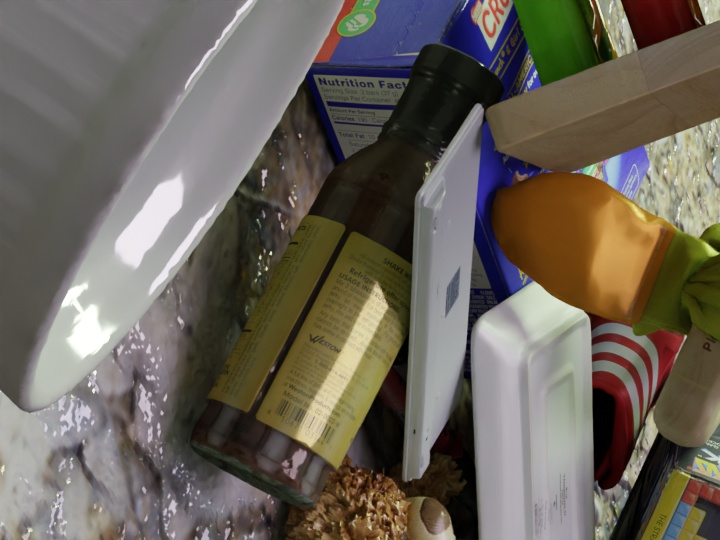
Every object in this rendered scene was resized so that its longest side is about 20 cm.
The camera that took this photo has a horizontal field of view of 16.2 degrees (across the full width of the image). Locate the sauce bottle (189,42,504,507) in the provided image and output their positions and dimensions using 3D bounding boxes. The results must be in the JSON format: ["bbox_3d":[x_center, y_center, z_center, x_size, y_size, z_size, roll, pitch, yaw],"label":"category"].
[{"bbox_3d":[0.000,0.000,1.065,0.201,0.064,0.065,-61,145,-10],"label":"sauce bottle"}]

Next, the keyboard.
[{"bbox_3d":[0.034,0.014,1.071,0.201,0.011,0.056,92,21,-52],"label":"keyboard"}]

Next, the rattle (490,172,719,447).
[{"bbox_3d":[0.150,0.004,1.232,0.200,0.142,0.131,-41,139,-66],"label":"rattle"}]

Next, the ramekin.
[{"bbox_3d":[-0.089,-0.063,0.830,0.201,0.097,0.201,-56,175,-8],"label":"ramekin"}]

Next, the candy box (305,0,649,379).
[{"bbox_3d":[0.060,-0.074,1.226,0.170,0.076,0.201,-60,141,-40],"label":"candy box"}]

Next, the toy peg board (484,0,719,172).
[{"bbox_3d":[0.150,-0.125,1.089,0.200,0.198,0.099,2,68,-78],"label":"toy peg board"}]

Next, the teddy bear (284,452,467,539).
[{"bbox_3d":[0.032,0.159,1.182,0.145,0.066,0.201,-61,141,-48],"label":"teddy bear"}]

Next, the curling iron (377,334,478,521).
[{"bbox_3d":[0.041,0.076,1.237,0.050,0.025,0.200,-53,142,-21],"label":"curling iron"}]

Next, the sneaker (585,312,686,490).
[{"bbox_3d":[0.125,0.063,1.345,0.116,0.078,0.200,-60,167,-16],"label":"sneaker"}]

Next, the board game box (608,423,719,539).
[{"bbox_3d":[0.157,0.154,1.305,0.166,0.056,0.201,-64,175,-63],"label":"board game box"}]

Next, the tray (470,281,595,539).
[{"bbox_3d":[0.087,0.105,1.199,0.107,0.022,0.202,-29,121,-56],"label":"tray"}]
